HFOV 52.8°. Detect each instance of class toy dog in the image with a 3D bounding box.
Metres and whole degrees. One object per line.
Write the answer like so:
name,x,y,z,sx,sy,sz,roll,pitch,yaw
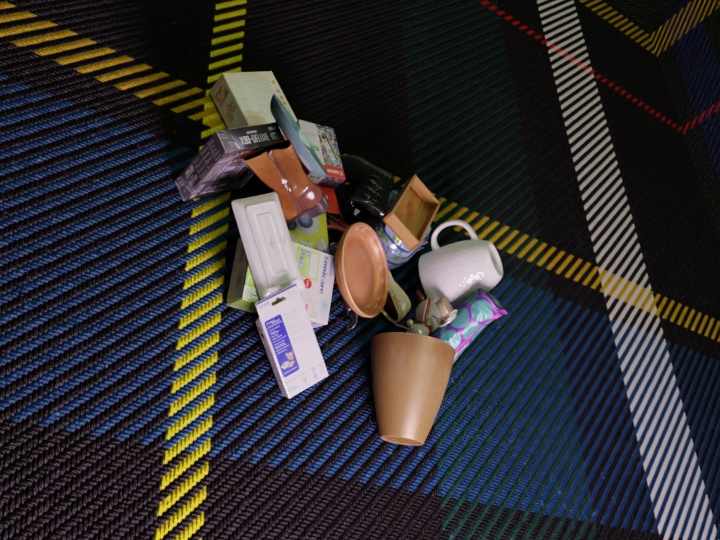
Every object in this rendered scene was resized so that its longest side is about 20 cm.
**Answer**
toy dog,0.139,0.096,1.627,0.097,0.131,0.200,53,2,4

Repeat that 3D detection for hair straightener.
hair straightener,-0.039,0.030,1.603,0.040,0.077,0.204,-7,70,-11

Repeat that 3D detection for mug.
mug,0.240,-0.022,1.754,0.147,0.173,0.204,-15,84,-65

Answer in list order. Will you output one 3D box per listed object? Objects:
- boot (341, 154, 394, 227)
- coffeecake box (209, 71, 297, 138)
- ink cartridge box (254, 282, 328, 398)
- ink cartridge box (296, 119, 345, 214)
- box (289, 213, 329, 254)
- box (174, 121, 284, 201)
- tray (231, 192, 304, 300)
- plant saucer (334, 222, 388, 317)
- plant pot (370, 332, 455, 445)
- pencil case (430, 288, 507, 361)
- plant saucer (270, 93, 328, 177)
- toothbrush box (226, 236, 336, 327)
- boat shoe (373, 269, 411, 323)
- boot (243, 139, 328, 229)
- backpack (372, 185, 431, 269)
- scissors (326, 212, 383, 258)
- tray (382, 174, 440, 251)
boot,-0.008,-0.190,1.716,0.161,0.067,0.201,16,37,2
coffeecake box,-0.234,-0.355,1.679,0.152,0.073,0.203,-18,76,-46
ink cartridge box,-0.138,0.134,1.406,0.098,0.039,0.204,-24,106,-28
ink cartridge box,-0.093,-0.234,1.645,0.107,0.050,0.204,5,64,-42
box,-0.133,-0.109,1.620,0.115,0.048,0.204,8,57,-26
box,-0.267,-0.220,1.477,0.156,0.199,0.051,-21,80,-44
tray,-0.175,-0.050,1.414,0.106,0.022,0.204,-16,88,-37
plant saucer,0.000,0.000,1.554,0.199,0.037,0.205,26,60,-56
plant pot,0.098,0.254,1.516,0.184,0.185,0.204,21,65,-28
pencil case,0.241,0.135,1.682,0.085,0.200,0.093,32,15,-44
plant saucer,-0.132,-0.274,1.510,0.202,0.027,0.200,57,6,-8
toothbrush box,-0.158,0.021,1.475,0.197,0.085,0.149,20,69,-31
boat shoe,0.037,0.036,1.660,0.200,0.073,0.069,47,38,-7
boot,-0.181,-0.158,1.475,0.201,0.185,0.070,53,26,-50
backpack,0.088,-0.096,1.754,0.164,0.153,0.200,51,57,-10
scissors,-0.021,-0.093,1.676,0.197,0.014,0.074,25,49,12
tray,0.122,-0.137,1.693,0.099,0.037,0.201,47,35,-11
